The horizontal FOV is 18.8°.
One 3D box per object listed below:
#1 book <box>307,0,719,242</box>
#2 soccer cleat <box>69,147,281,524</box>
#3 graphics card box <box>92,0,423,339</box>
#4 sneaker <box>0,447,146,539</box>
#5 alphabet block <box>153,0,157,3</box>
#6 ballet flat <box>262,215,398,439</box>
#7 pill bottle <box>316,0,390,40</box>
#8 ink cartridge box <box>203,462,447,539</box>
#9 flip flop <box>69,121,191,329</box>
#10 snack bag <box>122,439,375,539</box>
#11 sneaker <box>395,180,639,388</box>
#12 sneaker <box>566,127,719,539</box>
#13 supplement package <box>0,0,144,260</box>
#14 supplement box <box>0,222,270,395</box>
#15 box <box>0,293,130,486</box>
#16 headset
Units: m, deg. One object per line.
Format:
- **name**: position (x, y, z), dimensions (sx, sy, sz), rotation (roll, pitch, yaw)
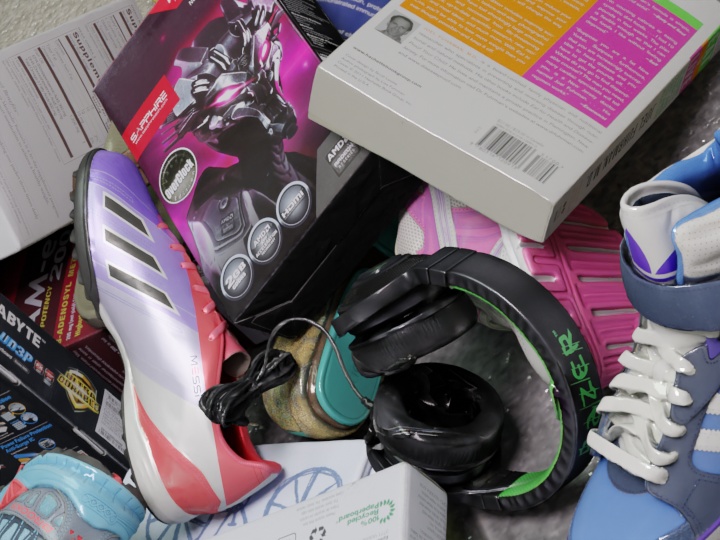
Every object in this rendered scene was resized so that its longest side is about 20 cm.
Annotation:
- **book**: position (0.084, -0.105, 1.073), dimensions (0.133, 0.048, 0.200), rotation (31, 45, 17)
- **soccer cleat**: position (-0.095, 0.027, 1.124), dimensions (0.073, 0.068, 0.201), rotation (-18, 79, 20)
- **graphics card box**: position (-0.055, -0.076, 1.132), dimensions (0.126, 0.051, 0.200), rotation (-50, 50, 20)
- **sneaker**: position (-0.188, 0.163, 1.123), dimensions (0.200, 0.079, 0.096), rotation (-45, 13, 52)
- **alphabet block**: position (-0.108, -0.314, 1.430), dimensions (0.200, 0.196, 0.195), rotation (-38, 21, 11)
- **ballet flat**: position (0.000, 0.000, 1.156), dimensions (0.071, 0.071, 0.200), rotation (-3, 54, 44)
- **pill bottle**: position (0.007, -0.149, 1.251), dimensions (0.111, 0.111, 0.200), rotation (-3, 53, 44)
- **ink cartridge box**: position (-0.049, 0.206, 0.989), dimensions (0.196, 0.043, 0.201), rotation (-24, 46, 32)
- **flip flop**: position (-0.135, -0.053, 1.239), dimensions (0.081, 0.058, 0.201), rotation (-20, 48, 32)
- **snack bag**: position (-0.080, 0.177, 1.100), dimensions (0.188, 0.021, 0.201), rotation (-8, 53, 42)
- **sneaker**: position (0.071, -0.007, 1.079), dimensions (0.088, 0.081, 0.200), rotation (-54, 41, 30)
- **sneaker**: position (0.128, 0.031, 0.922), dimensions (0.200, 0.146, 0.081), rotation (-49, 35, -4)
- **supplement package**: position (-0.206, -0.076, 1.319), dimensions (0.114, 0.110, 0.200), rotation (-21, 8, 36)
- **supplement box**: position (-0.141, 0.017, 1.285), dimensions (0.200, 0.061, 0.109), rotation (-24, 41, 29)
- **box**: position (-0.244, 0.094, 1.229), dimensions (0.200, 0.159, 0.046), rotation (-25, 39, 28)
- **headset**: position (0.018, 0.055, 1.019), dimensions (0.200, 0.124, 0.094), rotation (4, 26, 44)
